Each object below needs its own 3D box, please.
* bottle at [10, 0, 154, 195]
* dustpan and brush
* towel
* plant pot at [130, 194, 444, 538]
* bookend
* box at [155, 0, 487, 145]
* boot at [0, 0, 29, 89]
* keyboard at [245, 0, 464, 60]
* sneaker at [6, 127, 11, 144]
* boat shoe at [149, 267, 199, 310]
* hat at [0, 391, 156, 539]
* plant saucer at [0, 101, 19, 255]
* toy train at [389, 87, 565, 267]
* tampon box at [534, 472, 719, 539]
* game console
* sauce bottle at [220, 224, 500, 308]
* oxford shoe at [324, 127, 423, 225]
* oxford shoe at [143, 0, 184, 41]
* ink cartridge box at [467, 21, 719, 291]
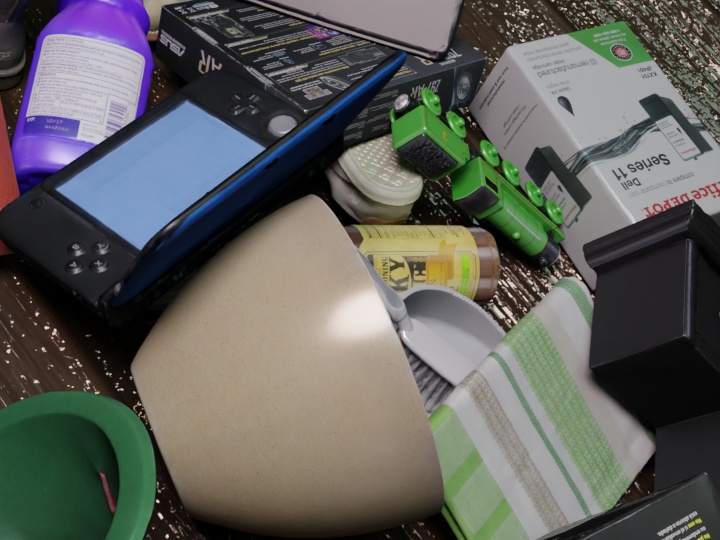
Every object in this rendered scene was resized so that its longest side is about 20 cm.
[{"bbox_3d":[-0.188,-0.138,0.809,0.083,0.065,0.201,11,62,-14],"label":"bottle"},{"bbox_3d":[0.033,0.046,0.766,0.200,0.057,0.140,40,48,-12],"label":"dustpan and brush"},{"bbox_3d":[0.119,0.114,0.777,0.200,0.031,0.149,-39,105,-37],"label":"towel"},{"bbox_3d":[-0.054,0.073,0.673,0.134,0.200,0.201,-22,66,-10],"label":"plant pot"},{"bbox_3d":[0.238,0.095,0.785,0.200,0.092,0.199,40,45,-28],"label":"bookend"},{"bbox_3d":[-0.027,-0.162,0.877,0.160,0.044,0.200,38,41,27],"label":"box"},{"bbox_3d":[-0.248,-0.246,0.786,0.072,0.200,0.182,-16,65,-31],"label":"boot"},{"bbox_3d":[-0.015,-0.232,0.876,0.199,0.040,0.104,19,90,1],"label":"keyboard"},{"bbox_3d":[-0.325,-0.135,0.762,0.114,0.076,0.200,-42,95,-18],"label":"sneaker"},{"bbox_3d":[-0.115,-0.066,0.804,0.074,0.069,0.200,19,51,-11],"label":"boat shoe"},{"bbox_3d":[-0.145,0.193,0.636,0.165,0.176,0.200,-27,40,2],"label":"hat"},{"bbox_3d":[-0.318,-0.095,0.695,0.199,0.037,0.201,-10,81,-20],"label":"plant saucer"},{"bbox_3d":[0.092,-0.063,0.863,0.200,0.042,0.057,36,37,-37],"label":"toy train"},{"bbox_3d":[0.152,0.240,0.635,0.126,0.150,0.200,-17,76,-32],"label":"tampon box"},{"bbox_3d":[-0.097,-0.073,0.675,0.171,0.119,0.200,33,55,25],"label":"game console"},{"bbox_3d":[0.000,0.000,0.815,0.199,0.065,0.065,-2,58,-23],"label":"sauce bottle"},{"bbox_3d":[-0.009,-0.102,0.891,0.075,0.058,0.200,-6,45,-21],"label":"oxford shoe"},{"bbox_3d":[-0.148,-0.263,0.926,0.071,0.074,0.200,22,51,-8],"label":"oxford shoe"},{"bbox_3d":[0.208,-0.098,0.963,0.146,0.083,0.200,-19,67,-33],"label":"ink cartridge box"}]
